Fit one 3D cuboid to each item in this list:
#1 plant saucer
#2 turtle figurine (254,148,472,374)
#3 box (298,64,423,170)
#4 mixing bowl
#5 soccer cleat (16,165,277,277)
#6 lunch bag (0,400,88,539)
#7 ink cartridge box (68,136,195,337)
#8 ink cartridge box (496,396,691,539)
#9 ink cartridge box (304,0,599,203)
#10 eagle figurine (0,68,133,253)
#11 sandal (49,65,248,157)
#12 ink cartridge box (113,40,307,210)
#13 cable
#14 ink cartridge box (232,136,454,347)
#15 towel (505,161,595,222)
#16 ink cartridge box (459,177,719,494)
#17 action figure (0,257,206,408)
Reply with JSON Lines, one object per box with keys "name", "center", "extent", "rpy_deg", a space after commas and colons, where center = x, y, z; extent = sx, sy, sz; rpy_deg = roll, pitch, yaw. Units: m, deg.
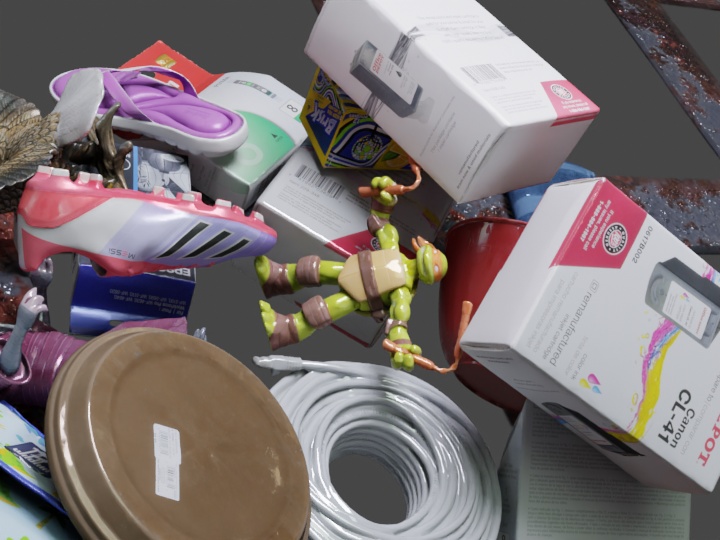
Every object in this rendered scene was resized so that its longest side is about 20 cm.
{"name": "plant saucer", "center": [-0.105, 0.117, 0.741], "extent": [0.199, 0.029, 0.201], "rpy_deg": [31, 36, -26]}
{"name": "turtle figurine", "center": [0.000, 0.000, 0.918], "extent": [0.159, 0.065, 0.202], "rpy_deg": [-11, 67, 4]}
{"name": "box", "center": [0.051, -0.134, 1.050], "extent": [0.198, 0.065, 0.070], "rpy_deg": [-1, 46, -30]}
{"name": "mixing bowl", "center": [0.142, 0.055, 0.988], "extent": [0.199, 0.200, 0.109], "rpy_deg": [27, 70, -1]}
{"name": "soccer cleat", "center": [-0.156, -0.025, 0.865], "extent": [0.198, 0.077, 0.066], "rpy_deg": [10, 4, -34]}
{"name": "lunch bag", "center": [-0.232, 0.164, 0.708], "extent": [0.169, 0.128, 0.200], "rpy_deg": [34, 30, 7]}
{"name": "ink cartridge box", "center": [-0.190, -0.027, 0.982], "extent": [0.098, 0.039, 0.201], "rpy_deg": [9, 45, -22]}
{"name": "ink cartridge box", "center": [0.187, 0.142, 0.925], "extent": [0.161, 0.057, 0.203], "rpy_deg": [7, 80, -22]}
{"name": "ink cartridge box", "center": [0.073, -0.157, 0.961], "extent": [0.145, 0.085, 0.200], "rpy_deg": [-15, 56, -48]}
{"name": "eagle figurine", "center": [-0.275, -0.065, 0.895], "extent": [0.198, 0.151, 0.153], "rpy_deg": [-8, 86, -26]}
{"name": "sandal", "center": [-0.189, -0.160, 1.061], "extent": [0.201, 0.050, 0.083], "rpy_deg": [18, 41, 16]}
{"name": "ink cartridge box", "center": [-0.151, -0.155, 1.126], "extent": [0.199, 0.050, 0.161], "rpy_deg": [35, 41, 5]}
{"name": "cable", "center": [0.007, 0.159, 0.877], "extent": [0.198, 0.070, 0.201], "rpy_deg": [4, 48, -25]}
{"name": "ink cartridge box", "center": [-0.004, -0.048, 1.056], "extent": [0.147, 0.086, 0.200], "rpy_deg": [30, 39, 2]}
{"name": "towel", "center": [0.210, -0.041, 1.205], "extent": [0.110, 0.049, 0.201], "rpy_deg": [12, 44, -17]}
{"name": "ink cartridge box", "center": [0.195, 0.049, 0.864], "extent": [0.199, 0.085, 0.149], "rpy_deg": [35, 75, -16]}
{"name": "action figure", "center": [-0.215, 0.075, 0.844], "extent": [0.197, 0.151, 0.134], "rpy_deg": [7, 12, 3]}
